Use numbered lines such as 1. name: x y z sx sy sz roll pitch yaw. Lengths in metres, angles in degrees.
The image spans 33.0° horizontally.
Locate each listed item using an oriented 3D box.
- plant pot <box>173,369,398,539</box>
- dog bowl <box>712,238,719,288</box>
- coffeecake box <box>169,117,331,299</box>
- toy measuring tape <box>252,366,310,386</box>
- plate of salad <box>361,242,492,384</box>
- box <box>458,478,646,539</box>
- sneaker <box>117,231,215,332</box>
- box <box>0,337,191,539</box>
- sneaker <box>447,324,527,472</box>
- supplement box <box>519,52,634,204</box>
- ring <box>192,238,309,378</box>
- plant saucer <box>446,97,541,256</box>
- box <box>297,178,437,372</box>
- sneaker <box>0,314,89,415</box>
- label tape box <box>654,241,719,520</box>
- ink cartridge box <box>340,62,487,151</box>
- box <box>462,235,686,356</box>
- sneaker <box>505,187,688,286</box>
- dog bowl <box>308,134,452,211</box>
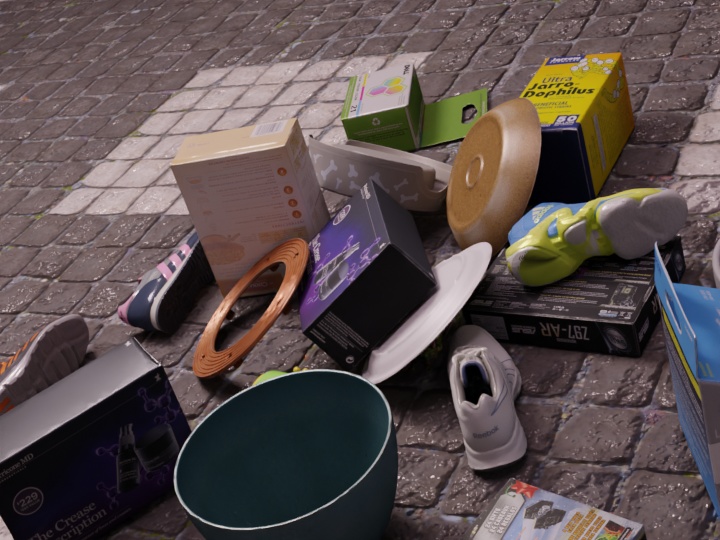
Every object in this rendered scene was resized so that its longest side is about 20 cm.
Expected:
1. plant pot: -0.050 0.204 1.083 0.198 0.136 0.201 -14 31 9
2. dog bowl: 0.447 0.011 1.176 0.198 0.079 0.201 -14 31 9
3. coffeecake box: -0.125 -0.073 1.502 0.152 0.202 0.073 -8 32 17
4. toy measuring tape: -0.105 0.162 1.246 0.073 0.074 0.200 6 38 35
5. plate of salad: 0.076 0.051 1.296 0.200 0.048 0.200 -45 11 11
6. box: 0.126 0.265 0.985 0.136 0.040 0.200 14 44 41
7. sneaker: -0.243 0.002 1.575 0.081 0.071 0.200 2 35 26
8. box: -0.275 0.184 1.218 0.199 0.142 0.079 -32 32 -21
9. sneaker: 0.120 0.106 1.195 0.074 0.088 0.201 -18 29 5
10. supplement box: 0.266 -0.183 1.552 0.108 0.110 0.200 1 36 30
11. ring: -0.124 0.046 1.413 0.200 0.019 0.201 -43 20 20
12. plant saucer: 0.148 -0.112 1.436 0.035 0.202 0.201 15 25 -19
13. box: 0.000 0.000 1.367 0.141 0.079 0.200 -43 21 12
14. sneaker: -0.427 0.119 1.483 0.111 0.078 0.200 6 39 34
15. label tape box: 0.300 0.089 1.012 0.065 0.202 0.144 -13 31 6
16. ink cartridge box: 0.082 -0.244 1.783 0.198 0.076 0.148 -12 31 14
17. box: 0.232 0.018 1.316 0.198 0.044 0.160 4 37 33
18. sneaker: 0.245 -0.055 1.308 0.198 0.076 0.105 -18 30 3
19. dog bowl: 0.023 -0.124 1.556 0.198 0.059 0.200 12 10 -2
